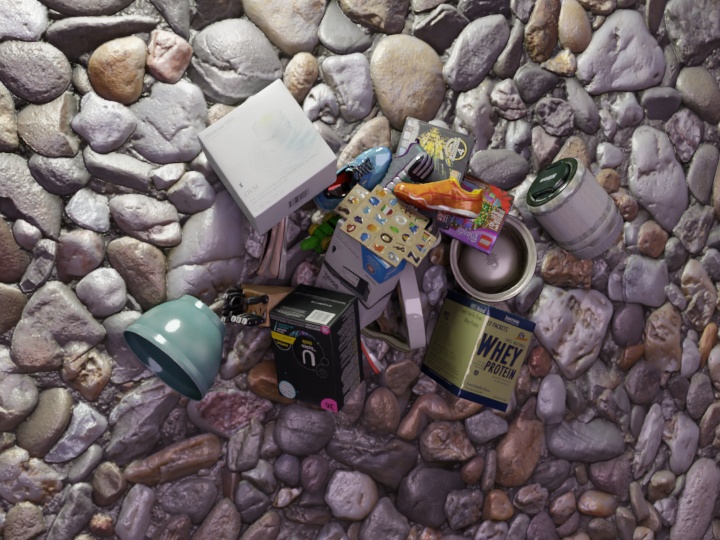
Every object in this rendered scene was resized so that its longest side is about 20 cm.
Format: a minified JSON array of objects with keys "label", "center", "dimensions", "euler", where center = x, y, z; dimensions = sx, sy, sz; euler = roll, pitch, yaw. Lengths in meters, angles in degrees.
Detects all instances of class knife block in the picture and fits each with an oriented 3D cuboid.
[{"label":"knife block","center":[-0.186,0.075,1.444],"dimensions":[0.194,0.175,0.066],"euler":[6,98,-20]}]

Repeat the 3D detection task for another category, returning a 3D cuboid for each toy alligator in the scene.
[{"label":"toy alligator","center":[-0.047,-0.092,1.537],"dimensions":[0.198,0.059,0.055],"euler":[-38,151,-20]}]

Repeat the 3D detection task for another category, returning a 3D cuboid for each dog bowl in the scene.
[{"label":"dog bowl","center":[0.295,-0.028,1.617],"dimensions":[0.194,0.074,0.207],"euler":[-1,82,4]}]

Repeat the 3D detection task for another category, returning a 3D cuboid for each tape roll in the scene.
[{"label":"tape roll","center":[0.104,0.066,1.531],"dimensions":[0.036,0.203,0.209],"euler":[-9,102,0]}]

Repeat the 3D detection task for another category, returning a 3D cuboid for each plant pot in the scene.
[{"label":"plant pot","center":[-0.345,0.137,1.402],"dimensions":[0.201,0.198,0.135],"euler":[49,61,-19]}]

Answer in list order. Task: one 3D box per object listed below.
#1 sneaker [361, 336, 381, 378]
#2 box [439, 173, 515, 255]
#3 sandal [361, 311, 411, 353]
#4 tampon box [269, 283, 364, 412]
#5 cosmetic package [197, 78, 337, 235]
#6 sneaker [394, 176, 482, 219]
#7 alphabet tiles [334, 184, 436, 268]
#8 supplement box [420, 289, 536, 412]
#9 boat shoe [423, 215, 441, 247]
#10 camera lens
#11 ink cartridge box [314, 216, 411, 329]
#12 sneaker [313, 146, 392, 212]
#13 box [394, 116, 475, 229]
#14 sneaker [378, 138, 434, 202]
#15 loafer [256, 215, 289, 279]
[{"label":"sneaker","center":[-0.031,0.166,1.568],"dimensions":[0.081,0.077,0.202],"euler":[-36,107,-4]},{"label":"box","center":[0.225,-0.140,1.578],"dimensions":[0.196,0.039,0.140],"euler":[26,90,11]},{"label":"sandal","center":[0.045,0.118,1.583],"dimensions":[0.198,0.080,0.058],"euler":[28,107,-30]},{"label":"tampon box","center":[-0.087,0.157,1.459],"dimensions":[0.126,0.146,0.205],"euler":[-42,135,-51]},{"label":"cosmetic package","center":[-0.178,-0.220,1.395],"dimensions":[0.197,0.123,0.202],"euler":[-36,81,-11]},{"label":"sneaker","center":[0.160,-0.159,1.480],"dimensions":[0.194,0.073,0.080],"euler":[9,91,-19]},{"label":"alphabet tiles","center":[0.051,-0.090,1.413],"dimensions":[0.198,0.006,0.167],"euler":[34,47,5]},{"label":"supplement box","center":[0.259,0.174,1.602],"dimensions":[0.131,0.199,0.205],"euler":[19,91,-22]},{"label":"boat shoe","center":[0.070,-0.077,1.519],"dimensions":[0.195,0.073,0.061],"euler":[-9,141,12]},{"label":"camera lens","center":[0.493,-0.145,1.658],"dimensions":[0.200,0.160,0.161],"euler":[43,84,-20]},{"label":"ink cartridge box","center":[0.000,0.000,1.461],"dimensions":[0.144,0.202,0.083],"euler":[44,47,20]},{"label":"sneaker","center":[-0.007,-0.194,1.503],"dimensions":[0.198,0.090,0.079],"euler":[-38,93,-14]},{"label":"box","center":[0.147,-0.210,1.551],"dimensions":[0.157,0.049,0.205],"euler":[19,92,12]},{"label":"sneaker","center":[0.073,-0.185,1.521],"dimensions":[0.199,0.089,0.074],"euler":[-43,131,21]},{"label":"loafer","center":[-0.180,-0.083,1.482],"dimensions":[0.061,0.072,0.207],"euler":[2,100,-12]}]
